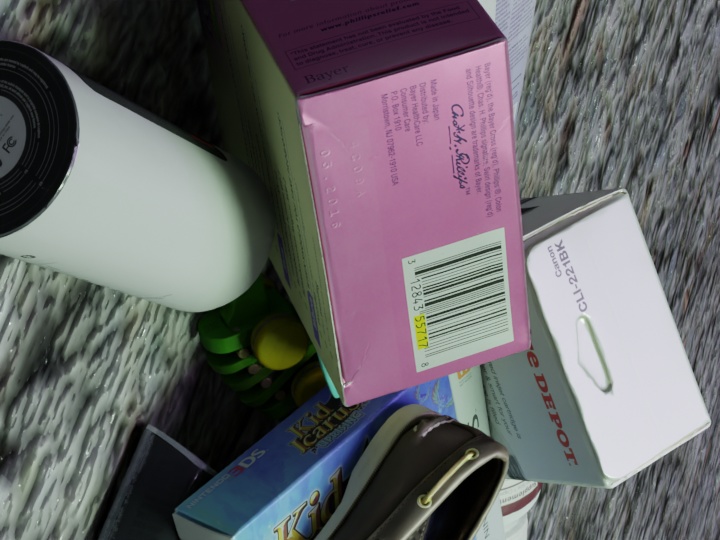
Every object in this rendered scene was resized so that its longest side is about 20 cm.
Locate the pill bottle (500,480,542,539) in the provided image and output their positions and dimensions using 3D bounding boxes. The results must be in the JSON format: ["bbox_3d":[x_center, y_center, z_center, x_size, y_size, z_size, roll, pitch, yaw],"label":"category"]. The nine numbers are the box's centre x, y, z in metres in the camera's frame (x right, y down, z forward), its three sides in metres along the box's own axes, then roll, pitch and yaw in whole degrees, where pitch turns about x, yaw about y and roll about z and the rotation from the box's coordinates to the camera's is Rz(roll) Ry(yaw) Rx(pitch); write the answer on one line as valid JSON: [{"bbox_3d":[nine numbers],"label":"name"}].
[{"bbox_3d":[0.068,0.105,1.297,0.114,0.114,0.200,-44,140,-57],"label":"pill bottle"}]

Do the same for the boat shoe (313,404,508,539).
[{"bbox_3d":[0.006,0.162,0.960,0.200,0.059,0.072,-58,139,-16],"label":"boat shoe"}]

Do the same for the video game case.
[{"bbox_3d":[-0.001,0.150,1.034,0.200,0.045,0.181,-38,130,-37],"label":"video game case"}]

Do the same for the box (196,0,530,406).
[{"bbox_3d":[-0.004,-0.072,0.910,0.200,0.097,0.176,-120,-163,-49],"label":"box"}]

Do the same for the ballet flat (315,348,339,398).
[{"bbox_3d":[0.000,0.000,1.024,0.200,0.065,0.071,-106,-178,-59],"label":"ballet flat"}]

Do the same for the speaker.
[{"bbox_3d":[-0.109,-0.033,0.822,0.200,0.081,0.081,25,76,-68],"label":"speaker"}]

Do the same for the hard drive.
[{"bbox_3d":[-0.090,0.182,1.025,0.200,0.042,0.135,67,38,-55],"label":"hard drive"}]

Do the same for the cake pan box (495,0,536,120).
[{"bbox_3d":[0.062,-0.140,1.234,0.200,0.052,0.184,-44,148,-56],"label":"cake pan box"}]

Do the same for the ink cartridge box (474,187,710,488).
[{"bbox_3d":[0.087,0.038,1.092,0.084,0.200,0.144,-27,102,-27],"label":"ink cartridge box"}]

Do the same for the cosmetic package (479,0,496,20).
[{"bbox_3d":[0.021,-0.208,1.050,0.074,0.102,0.200,-40,137,-57],"label":"cosmetic package"}]

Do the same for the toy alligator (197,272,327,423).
[{"bbox_3d":[-0.036,0.064,1.054,0.054,0.059,0.200,-37,127,0],"label":"toy alligator"}]
